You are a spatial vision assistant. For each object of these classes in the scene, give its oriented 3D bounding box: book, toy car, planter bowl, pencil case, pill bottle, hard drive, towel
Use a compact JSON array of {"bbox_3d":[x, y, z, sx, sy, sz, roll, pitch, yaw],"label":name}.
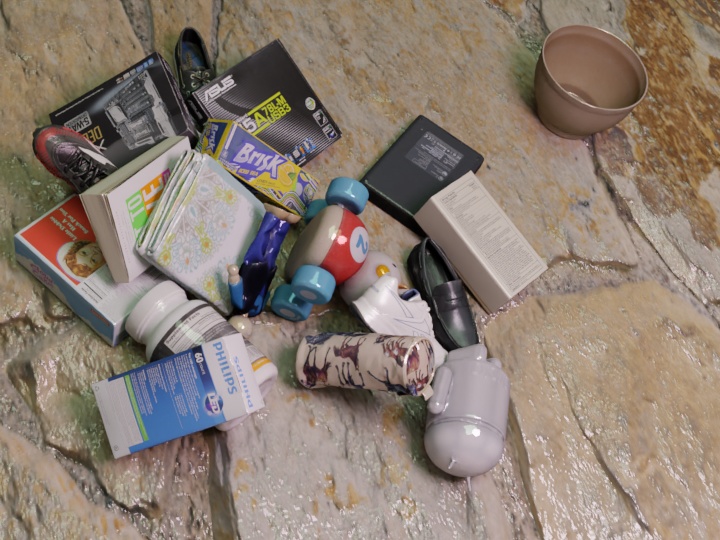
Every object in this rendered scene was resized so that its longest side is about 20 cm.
[{"bbox_3d":[-0.293,-0.088,1.449,0.048,0.134,0.200,2,30,27],"label":"book"},{"bbox_3d":[0.000,0.000,1.529,0.199,0.177,0.185,26,64,-14],"label":"toy car"},{"bbox_3d":[0.396,-0.321,1.862,0.199,0.135,0.201,7,56,-11],"label":"planter bowl"},{"bbox_3d":[0.004,0.131,1.427,0.199,0.090,0.078,0,14,33],"label":"pencil case"},{"bbox_3d":[-0.218,0.113,1.412,0.200,0.117,0.116,40,56,12],"label":"pill bottle"},{"bbox_3d":[0.102,-0.161,1.734,0.139,0.033,0.200,35,55,7],"label":"hard drive"},{"bbox_3d":[-0.217,-0.054,1.470,0.048,0.200,0.172,11,69,38],"label":"towel"}]

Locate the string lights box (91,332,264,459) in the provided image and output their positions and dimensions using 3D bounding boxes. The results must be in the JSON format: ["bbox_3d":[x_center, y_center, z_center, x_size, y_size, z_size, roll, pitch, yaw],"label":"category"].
[{"bbox_3d":[-0.234,0.160,1.326,0.199,0.059,0.103,-20,86,16],"label":"string lights box"}]

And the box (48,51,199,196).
[{"bbox_3d":[-0.357,-0.214,1.566,0.199,0.050,0.158,-28,65,6],"label":"box"}]

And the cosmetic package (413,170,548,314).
[{"bbox_3d":[0.189,-0.044,1.639,0.103,0.073,0.200,-33,82,-32],"label":"cosmetic package"}]

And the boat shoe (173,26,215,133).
[{"bbox_3d":[-0.271,-0.315,1.710,0.068,0.057,0.201,-8,60,-21],"label":"boat shoe"}]

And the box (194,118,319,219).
[{"bbox_3d":[-0.154,-0.150,1.549,0.200,0.064,0.071,32,76,-45],"label":"box"}]

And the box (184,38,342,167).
[{"bbox_3d":[-0.152,-0.243,1.662,0.200,0.047,0.194,-40,103,-33],"label":"box"}]

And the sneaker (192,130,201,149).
[{"bbox_3d":[-0.225,-0.131,1.597,0.075,0.092,0.201,-24,83,18],"label":"sneaker"}]

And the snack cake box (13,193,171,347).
[{"bbox_3d":[-0.379,-0.002,1.469,0.200,0.067,0.115,40,57,11],"label":"snack cake box"}]

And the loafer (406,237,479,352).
[{"bbox_3d":[0.129,0.041,1.587,0.068,0.071,0.202,-13,62,-23],"label":"loafer"}]

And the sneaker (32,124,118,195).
[{"bbox_3d":[-0.371,-0.129,1.454,0.071,0.098,0.200,-50,124,-7],"label":"sneaker"}]

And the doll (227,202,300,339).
[{"bbox_3d":[-0.151,0.006,1.489,0.048,0.136,0.201,20,91,21],"label":"doll"}]

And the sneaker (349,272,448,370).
[{"bbox_3d":[0.074,0.080,1.490,0.087,0.200,0.074,-50,39,0],"label":"sneaker"}]

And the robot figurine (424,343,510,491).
[{"bbox_3d":[0.151,0.204,1.461,0.169,0.112,0.201,38,48,-33],"label":"robot figurine"}]
